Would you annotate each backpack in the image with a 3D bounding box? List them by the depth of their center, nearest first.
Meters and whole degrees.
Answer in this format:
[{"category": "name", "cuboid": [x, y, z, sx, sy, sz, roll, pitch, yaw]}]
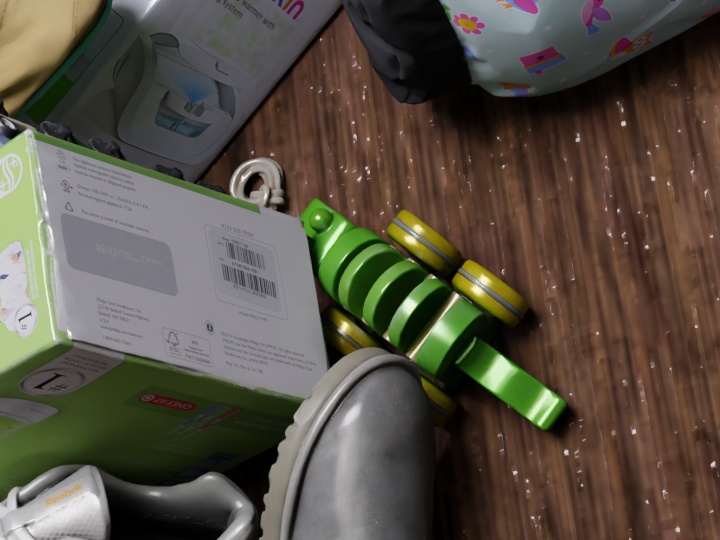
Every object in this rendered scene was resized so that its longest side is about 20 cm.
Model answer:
[{"category": "backpack", "cuboid": [0.080, -0.149, 0.881, 0.199, 0.167, 0.127, -24, 66, 4]}]

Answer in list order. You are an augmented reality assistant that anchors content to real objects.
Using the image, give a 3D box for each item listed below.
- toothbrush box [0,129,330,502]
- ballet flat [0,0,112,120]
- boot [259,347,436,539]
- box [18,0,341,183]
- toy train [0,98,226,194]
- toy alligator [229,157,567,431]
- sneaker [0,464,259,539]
[{"category": "toothbrush box", "cuboid": [-0.132, 0.041, 0.886, 0.200, 0.145, 0.086, -30, 60, 33]}, {"category": "ballet flat", "cuboid": [-0.175, -0.055, 0.919, 0.200, 0.063, 0.069, -52, 35, 16]}, {"category": "boot", "cuboid": [0.050, 0.137, 0.803, 0.200, 0.072, 0.183, 18, 98, 42]}, {"category": "box", "cuboid": [-0.127, -0.135, 1.021, 0.177, 0.097, 0.200, -51, 53, 1]}, {"category": "toy train", "cuboid": [-0.108, -0.032, 0.900, 0.034, 0.200, 0.046, -50, 55, 14]}, {"category": "toy alligator", "cuboid": [0.000, 0.000, 0.910, 0.200, 0.054, 0.059, 38, 90, 37]}, {"category": "sneaker", "cuboid": [-0.130, 0.105, 0.853, 0.092, 0.199, 0.076, 110, 147, -46]}]
